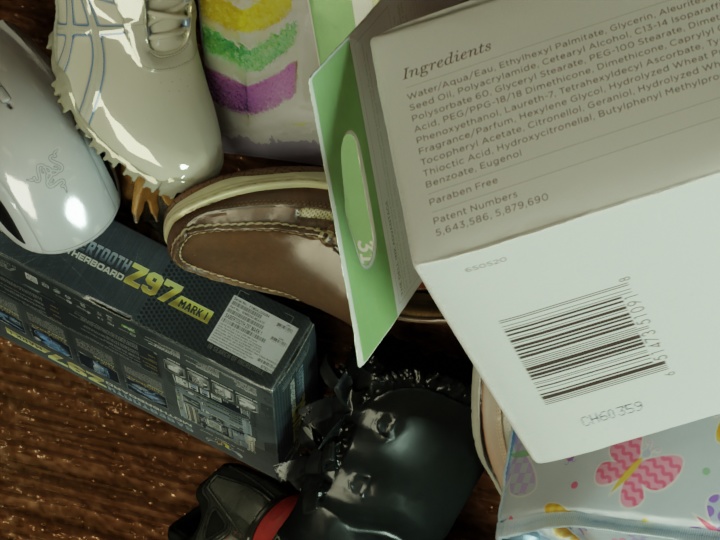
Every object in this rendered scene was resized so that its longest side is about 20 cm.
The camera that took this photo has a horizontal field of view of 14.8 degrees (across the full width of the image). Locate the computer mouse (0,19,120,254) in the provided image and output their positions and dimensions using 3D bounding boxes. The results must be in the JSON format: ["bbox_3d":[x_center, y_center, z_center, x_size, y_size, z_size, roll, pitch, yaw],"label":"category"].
[{"bbox_3d":[-0.193,-0.099,1.457,0.200,0.110,0.044,54,165,19],"label":"computer mouse"}]

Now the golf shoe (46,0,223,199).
[{"bbox_3d":[-0.116,-0.136,1.414,0.097,0.078,0.200,-32,82,49],"label":"golf shoe"}]

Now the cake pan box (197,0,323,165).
[{"bbox_3d":[0.014,-0.138,1.407,0.200,0.052,0.184,9,122,21],"label":"cake pan box"}]

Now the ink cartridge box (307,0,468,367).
[{"bbox_3d":[0.006,-0.063,1.298,0.048,0.200,0.146,1,117,25],"label":"ink cartridge box"}]

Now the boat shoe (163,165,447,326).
[{"bbox_3d":[0.001,-0.004,1.417,0.202,0.075,0.075,1,143,-7],"label":"boat shoe"}]

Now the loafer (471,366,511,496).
[{"bbox_3d":[0.108,0.114,1.478,0.063,0.072,0.200,16,126,42],"label":"loafer"}]

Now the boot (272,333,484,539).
[{"bbox_3d":[0.042,0.130,1.515,0.198,0.073,0.163,18,102,-28],"label":"boot"}]

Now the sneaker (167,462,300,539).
[{"bbox_3d":[-0.070,0.189,1.614,0.098,0.071,0.201,34,136,24],"label":"sneaker"}]

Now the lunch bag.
[{"bbox_3d":[0.176,0.072,1.362,0.200,0.170,0.127,6,157,18],"label":"lunch bag"}]

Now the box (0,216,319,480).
[{"bbox_3d":[-0.120,0.030,1.513,0.200,0.051,0.158,27,160,11],"label":"box"}]

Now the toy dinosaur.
[{"bbox_3d":[-0.120,-0.064,1.485,0.106,0.060,0.200,32,143,54],"label":"toy dinosaur"}]

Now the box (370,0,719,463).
[{"bbox_3d":[0.133,-0.034,1.243,0.200,0.131,0.199,-18,146,11],"label":"box"}]
